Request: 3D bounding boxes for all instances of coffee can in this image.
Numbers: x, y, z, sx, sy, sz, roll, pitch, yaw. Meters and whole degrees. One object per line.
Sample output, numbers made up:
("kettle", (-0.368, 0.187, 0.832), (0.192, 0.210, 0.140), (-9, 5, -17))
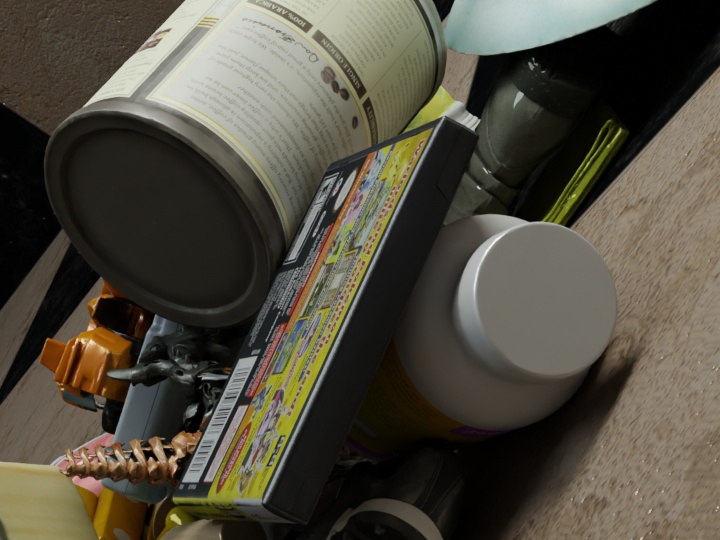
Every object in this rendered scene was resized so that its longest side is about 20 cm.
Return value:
("coffee can", (-0.060, -0.086, 1.376), (0.200, 0.146, 0.146), (-51, 6, -38))

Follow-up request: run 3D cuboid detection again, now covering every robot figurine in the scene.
("robot figurine", (-0.144, 0.028, 1.513), (0.200, 0.058, 0.145), (76, -146, -86))

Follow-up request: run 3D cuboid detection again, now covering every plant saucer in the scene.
("plant saucer", (0.131, -0.187, 1.406), (0.200, 0.039, 0.201), (-24, 20, 9))

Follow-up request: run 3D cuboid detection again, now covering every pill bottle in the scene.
("pill bottle", (0.049, 0.033, 1.211), (0.104, 0.104, 0.200), (-61, 12, -20))

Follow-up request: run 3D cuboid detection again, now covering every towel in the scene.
("towel", (0.083, -0.011, 1.409), (0.200, 0.018, 0.086), (-54, 12, 10))

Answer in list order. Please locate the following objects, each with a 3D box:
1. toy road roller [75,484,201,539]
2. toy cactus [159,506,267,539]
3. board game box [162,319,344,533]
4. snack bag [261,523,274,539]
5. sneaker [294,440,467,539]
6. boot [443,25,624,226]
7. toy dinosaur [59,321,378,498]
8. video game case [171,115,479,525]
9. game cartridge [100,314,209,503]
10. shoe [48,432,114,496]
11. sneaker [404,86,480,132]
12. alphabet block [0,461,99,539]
("toy road roller", (-0.163, 0.177, 1.586), (0.200, 0.146, 0.123), (-53, 12, 18))
("toy cactus", (-0.109, 0.177, 1.318), (0.200, 0.103, 0.165), (-11, -14, -43))
("board game box", (-0.033, 0.048, 1.431), (0.023, 0.104, 0.201), (46, -118, -68))
("snack bag", (-0.097, 0.248, 1.435), (0.200, 0.021, 0.189), (-56, 12, 7))
("sneaker", (-0.004, 0.145, 1.236), (0.200, 0.066, 0.091), (-45, 8, 49))
("boot", (0.089, -0.088, 1.451), (0.131, 0.068, 0.200), (-58, 1, 22))
("toy dinosaur", (-0.068, 0.086, 1.331), (0.136, 0.200, 0.102), (23, 91, 49))
("video game case", (-0.020, 0.029, 1.202), (0.200, 0.025, 0.181), (-65, 14, -12))
("game cartridge", (-0.109, 0.067, 1.494), (0.200, 0.041, 0.134), (-58, -18, -78))
("shoe", (-0.143, 0.125, 1.669), (0.200, 0.072, 0.091), (-29, -10, -23))
("sneaker", (-0.006, -0.099, 1.554), (0.078, 0.090, 0.200), (-52, 21, -27))
("alphabet block", (-0.262, 0.236, 1.423), (0.195, 0.200, 0.197), (-48, 52, 28))
